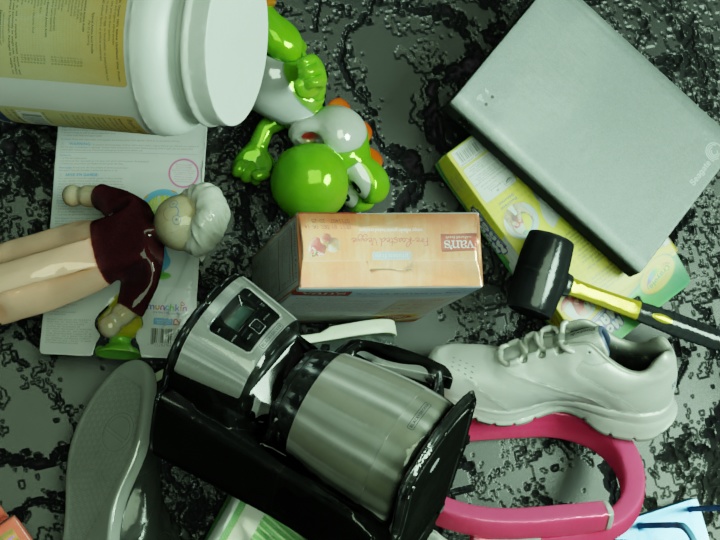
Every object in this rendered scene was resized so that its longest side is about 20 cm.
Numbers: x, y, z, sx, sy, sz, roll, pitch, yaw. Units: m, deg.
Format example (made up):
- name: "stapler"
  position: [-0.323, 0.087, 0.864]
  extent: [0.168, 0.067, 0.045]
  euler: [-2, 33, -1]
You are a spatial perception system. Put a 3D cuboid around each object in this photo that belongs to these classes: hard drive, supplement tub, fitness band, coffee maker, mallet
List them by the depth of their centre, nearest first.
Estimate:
- name: "coffee maker"
  position: [-0.042, 0.125, 1.351]
  extent: [0.199, 0.135, 0.193]
  euler: [28, 114, 16]
- name: "supplement tub"
  position: [-0.179, -0.173, 1.413]
  extent: [0.198, 0.144, 0.146]
  euler: [6, 80, 17]
- name: "fitness band"
  position: [0.120, 0.153, 1.481]
  extent: [0.198, 0.038, 0.144]
  euler: [-2, 38, -14]
- name: "mallet"
  position: [0.211, 0.019, 1.518]
  extent: [0.198, 0.041, 0.067]
  euler: [12, 83, -14]
- name: "hard drive"
  position: [0.182, -0.112, 1.532]
  extent: [0.200, 0.033, 0.140]
  euler: [41, 74, -4]

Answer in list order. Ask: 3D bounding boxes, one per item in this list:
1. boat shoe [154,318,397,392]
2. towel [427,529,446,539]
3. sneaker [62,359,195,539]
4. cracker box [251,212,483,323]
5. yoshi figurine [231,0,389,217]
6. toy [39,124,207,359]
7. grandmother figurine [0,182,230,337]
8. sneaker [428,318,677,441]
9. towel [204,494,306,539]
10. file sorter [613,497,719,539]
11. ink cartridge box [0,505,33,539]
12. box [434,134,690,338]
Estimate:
- name: "boat shoe"
  position: [-0.062, 0.088, 1.474]
  extent: [0.198, 0.075, 0.067]
  euler: [-10, 78, -20]
- name: "towel"
  position: [0.084, 0.294, 1.417]
  extent: [0.199, 0.031, 0.150]
  euler: [34, 110, 18]
- name: "sneaker"
  position: [-0.162, 0.172, 1.438]
  extent: [0.099, 0.070, 0.202]
  euler: [25, 66, -49]
- name: "cracker box"
  position: [0.000, 0.000, 1.434]
  extent: [0.133, 0.200, 0.058]
  euler: [0, 82, -13]
- name: "yoshi figurine"
  position: [-0.061, -0.117, 1.491]
  extent: [0.112, 0.112, 0.200]
  euler: [-40, 94, -3]
- name: "toy"
  position: [-0.175, -0.029, 1.473]
  extent: [0.114, 0.047, 0.202]
  euler: [2, 71, 1]
- name: "grandmother figurine"
  position: [-0.187, -0.012, 1.413]
  extent: [0.198, 0.061, 0.122]
  euler: [-19, 80, 6]
- name: "sneaker"
  position: [0.149, 0.072, 1.498]
  extent: [0.198, 0.088, 0.075]
  euler: [4, 41, -1]
- name: "towel"
  position: [-0.036, 0.258, 1.485]
  extent: [0.199, 0.023, 0.153]
  euler: [32, 78, -8]
- name: "file sorter"
  position: [0.206, 0.268, 1.485]
  extent: [0.198, 0.123, 0.140]
  euler: [-15, 87, -14]
- name: "ink cartridge box"
  position: [-0.277, 0.237, 1.418]
  extent: [0.109, 0.050, 0.201]
  euler: [-34, 92, -15]
- name: "box"
  position: [0.164, -0.039, 1.556]
  extent: [0.117, 0.048, 0.201]
  euler: [-35, 89, -15]
